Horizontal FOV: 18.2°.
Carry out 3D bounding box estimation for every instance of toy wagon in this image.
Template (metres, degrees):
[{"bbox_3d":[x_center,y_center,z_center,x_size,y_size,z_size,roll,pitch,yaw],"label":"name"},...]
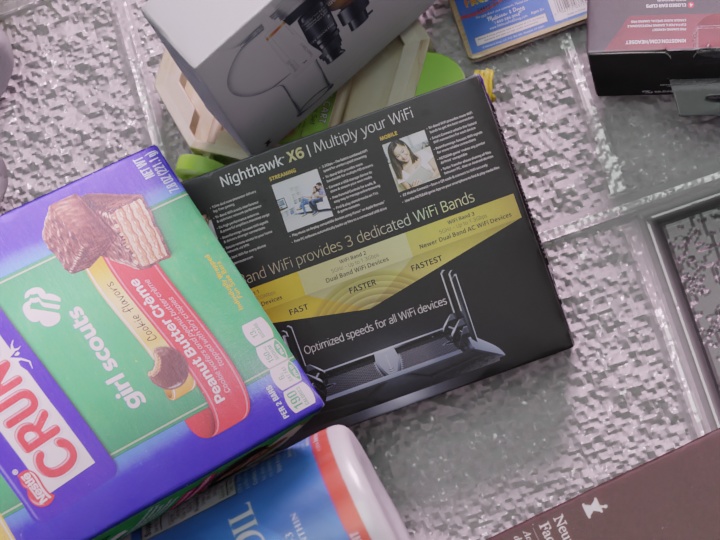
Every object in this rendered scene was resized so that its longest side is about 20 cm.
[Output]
[{"bbox_3d":[-0.018,-0.110,1.306,0.199,0.040,0.156,13,78,13],"label":"toy wagon"}]

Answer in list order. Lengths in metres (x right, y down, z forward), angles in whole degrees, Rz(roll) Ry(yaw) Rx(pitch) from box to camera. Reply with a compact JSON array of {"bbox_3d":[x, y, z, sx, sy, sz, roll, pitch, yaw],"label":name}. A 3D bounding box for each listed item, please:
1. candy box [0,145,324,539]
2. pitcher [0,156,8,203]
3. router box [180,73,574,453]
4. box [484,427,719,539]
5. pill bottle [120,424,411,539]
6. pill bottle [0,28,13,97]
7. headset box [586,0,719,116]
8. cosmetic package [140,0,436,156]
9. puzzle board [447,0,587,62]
[{"bbox_3d":[-0.148,0.053,1.137,0.199,0.077,0.170,-28,79,-31],"label":"candy box"},{"bbox_3d":[-0.215,0.046,1.246,0.171,0.122,0.200,-29,64,-27],"label":"pitcher"},{"bbox_3d":[0.000,0.000,1.241,0.199,0.052,0.158,-19,89,4],"label":"router box"},{"bbox_3d":[0.155,0.159,1.180,0.199,0.075,0.101,-26,71,1],"label":"box"},{"bbox_3d":[-0.071,0.174,1.197,0.199,0.112,0.113,-29,71,2],"label":"pill bottle"},{"bbox_3d":[-0.303,-0.169,1.338,0.112,0.112,0.200,-38,71,-2],"label":"pill bottle"},{"bbox_3d":[0.201,-0.183,1.250,0.147,0.075,0.202,-1,75,10],"label":"headset box"},{"bbox_3d":[-0.013,-0.163,1.220,0.200,0.151,0.052,-42,73,-3],"label":"cosmetic package"},{"bbox_3d":[0.134,-0.221,1.321,0.199,0.017,0.152,-20,73,5],"label":"puzzle board"}]
